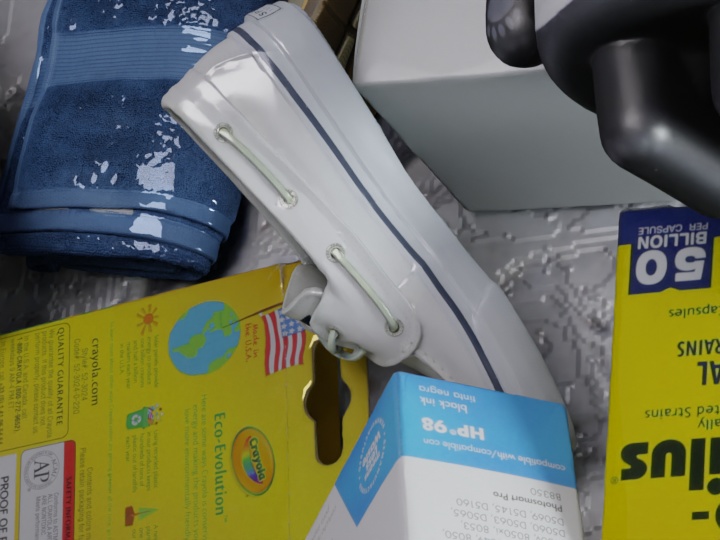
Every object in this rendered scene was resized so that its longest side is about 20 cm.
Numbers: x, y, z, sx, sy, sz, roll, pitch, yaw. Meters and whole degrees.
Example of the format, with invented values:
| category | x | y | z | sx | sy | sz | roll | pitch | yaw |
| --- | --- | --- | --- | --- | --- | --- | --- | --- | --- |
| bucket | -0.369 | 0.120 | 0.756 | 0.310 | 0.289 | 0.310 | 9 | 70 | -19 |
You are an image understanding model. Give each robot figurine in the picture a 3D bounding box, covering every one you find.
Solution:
| category | x | y | z | sx | sy | sz | roll | pitch | yaw |
| --- | --- | --- | --- | --- | --- | --- | --- | --- | --- |
| robot figurine | 0.116 | -0.121 | 0.817 | 0.150 | 0.125 | 0.201 | -1 | 66 | 0 |

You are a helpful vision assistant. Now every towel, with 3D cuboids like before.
| category | x | y | z | sx | sy | sz | roll | pitch | yaw |
| --- | --- | --- | --- | --- | --- | --- | --- | --- | --- |
| towel | -0.090 | -0.094 | 1.094 | 0.111 | 0.049 | 0.201 | 2 | 68 | 27 |

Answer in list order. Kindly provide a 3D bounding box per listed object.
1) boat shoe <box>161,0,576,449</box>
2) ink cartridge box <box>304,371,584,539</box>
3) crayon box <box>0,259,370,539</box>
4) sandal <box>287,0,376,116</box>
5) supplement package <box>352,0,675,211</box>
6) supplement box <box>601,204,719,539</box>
| category | x | y | z | sx | sy | sz | roll | pitch | yaw |
| --- | --- | --- | --- | --- | --- | --- | --- | --- | --- |
| boat shoe | 0.000 | 0.000 | 0.940 | 0.067 | 0.074 | 0.200 | -35 | 94 | -9 |
| ink cartridge box | 0.026 | 0.147 | 0.832 | 0.200 | 0.066 | 0.116 | -93 | 22 | -46 |
| crayon box | -0.077 | 0.076 | 1.005 | 0.199 | 0.051 | 0.127 | -13 | 61 | 22 |
| sandal | 0.007 | -0.138 | 1.053 | 0.054 | 0.080 | 0.200 | 30 | 87 | 43 |
| supplement package | 0.114 | -0.100 | 0.951 | 0.199 | 0.117 | 0.118 | -2 | 67 | 25 |
| supplement box | 0.147 | 0.085 | 0.850 | 0.108 | 0.110 | 0.201 | -6 | 65 | 25 |
